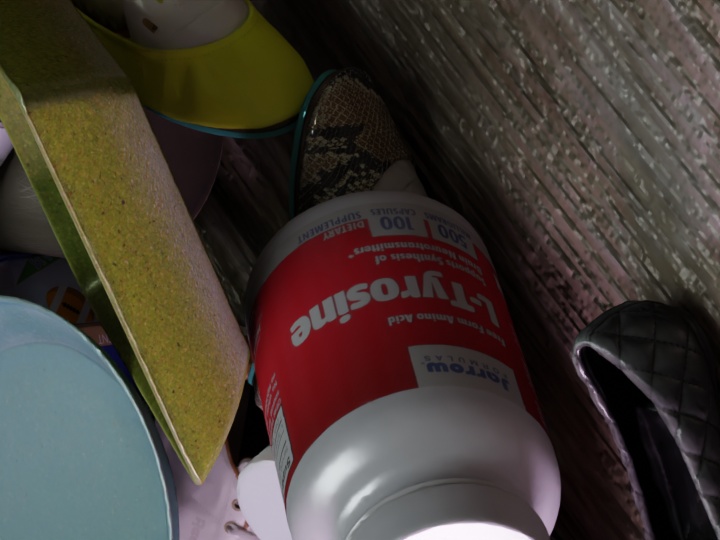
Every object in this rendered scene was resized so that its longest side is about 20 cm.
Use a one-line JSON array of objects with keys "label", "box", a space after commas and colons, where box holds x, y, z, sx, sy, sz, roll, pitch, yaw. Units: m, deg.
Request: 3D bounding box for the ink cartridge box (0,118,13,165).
[{"label": "ink cartridge box", "box": [-0.270, -0.059, 1.442, 0.200, 0.043, 0.197, -53, 56, 21]}]

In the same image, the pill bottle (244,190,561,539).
[{"label": "pill bottle", "box": [0.019, 0.067, 1.210, 0.201, 0.111, 0.113, -106, 23, -51]}]

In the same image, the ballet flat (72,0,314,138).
[{"label": "ballet flat", "box": [-0.099, -0.119, 1.328, 0.200, 0.067, 0.067, 30, 144, 43]}]

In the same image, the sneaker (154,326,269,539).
[{"label": "sneaker", "box": [-0.063, 0.128, 1.429, 0.084, 0.072, 0.202, 7, 96, 49]}]

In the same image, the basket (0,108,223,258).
[{"label": "basket", "box": [-0.173, -0.082, 1.472, 0.199, 0.136, 0.181, 18, 81, 43]}]

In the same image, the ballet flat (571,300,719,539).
[{"label": "ballet flat", "box": [0.129, 0.111, 1.179, 0.066, 0.057, 0.201, -22, 84, 57]}]

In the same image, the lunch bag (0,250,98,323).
[{"label": "lunch bag", "box": [-0.188, 0.083, 1.526, 0.123, 0.169, 0.201, 19, 119, 45]}]

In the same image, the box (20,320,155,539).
[{"label": "box", "box": [-0.121, 0.125, 1.466, 0.032, 0.121, 0.202, -5, 91, 35]}]

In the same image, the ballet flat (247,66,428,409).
[{"label": "ballet flat", "box": [0.000, 0.000, 1.327, 0.075, 0.068, 0.201, 31, 134, 19]}]

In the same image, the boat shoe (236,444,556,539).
[{"label": "boat shoe", "box": [0.043, 0.116, 1.296, 0.199, 0.068, 0.072, 19, 129, 29]}]

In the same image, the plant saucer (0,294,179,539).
[{"label": "plant saucer", "box": [-0.150, 0.109, 1.381, 0.199, 0.036, 0.202, 8, 104, 38]}]

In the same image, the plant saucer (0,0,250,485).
[{"label": "plant saucer", "box": [-0.110, -0.037, 1.268, 0.201, 0.048, 0.200, 68, 172, -30]}]
